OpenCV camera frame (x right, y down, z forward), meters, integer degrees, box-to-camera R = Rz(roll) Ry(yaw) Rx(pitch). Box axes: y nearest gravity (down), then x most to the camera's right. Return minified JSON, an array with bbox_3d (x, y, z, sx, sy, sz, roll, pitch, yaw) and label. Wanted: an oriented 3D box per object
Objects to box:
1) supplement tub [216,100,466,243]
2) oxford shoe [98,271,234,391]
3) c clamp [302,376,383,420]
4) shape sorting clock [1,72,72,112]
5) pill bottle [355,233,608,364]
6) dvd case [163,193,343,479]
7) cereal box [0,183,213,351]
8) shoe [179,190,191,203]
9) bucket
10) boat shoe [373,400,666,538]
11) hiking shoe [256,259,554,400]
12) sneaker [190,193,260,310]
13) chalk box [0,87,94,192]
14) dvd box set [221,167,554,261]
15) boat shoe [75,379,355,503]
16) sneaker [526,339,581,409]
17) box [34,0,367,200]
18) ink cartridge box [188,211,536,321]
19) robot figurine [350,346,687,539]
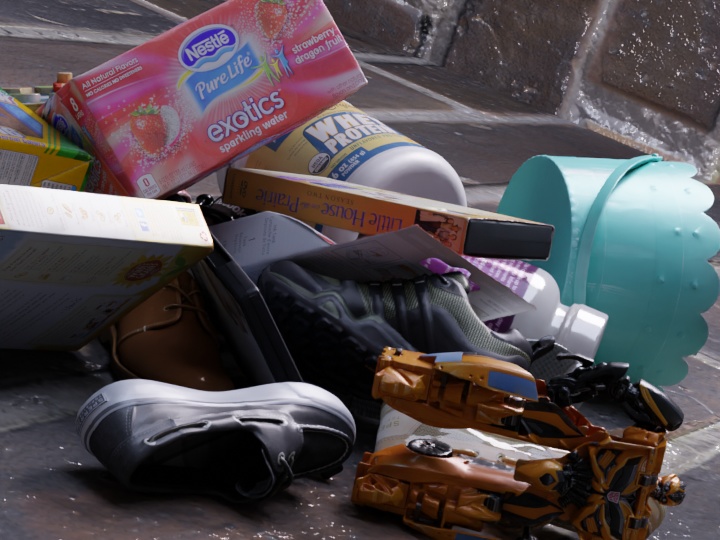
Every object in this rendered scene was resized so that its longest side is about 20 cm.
[{"bbox_3d":[-0.020,-0.065,2.008,0.145,0.145,0.200,9,16,-42],"label":"supplement tub"},{"bbox_3d":[-0.126,0.040,1.556,0.071,0.071,0.200,16,14,-28],"label":"oxford shoe"},{"bbox_3d":[0.036,0.103,1.661,0.200,0.027,0.171,16,9,-13],"label":"c clamp"},{"bbox_3d":[-0.224,-0.130,1.773,0.200,0.039,0.200,3,7,0],"label":"shape sorting clock"},{"bbox_3d":[0.084,0.036,1.811,0.200,0.112,0.112,22,12,8],"label":"pill bottle"},{"bbox_3d":[-0.074,0.040,1.538,0.018,0.143,0.200,-28,26,-8],"label":"dvd case"},{"bbox_3d":[-0.207,0.000,1.445,0.200,0.144,0.040,6,57,-51],"label":"cereal box"},{"bbox_3d":[-0.171,-0.056,1.916,0.091,0.072,0.200,26,19,19],"label":"shoe"},{"bbox_3d":[0.199,-0.001,1.971,0.135,0.207,0.207,7,16,-19],"label":"bucket"},{"bbox_3d":[0.102,0.140,1.518,0.200,0.072,0.065,23,48,-10],"label":"boat shoe"},{"bbox_3d":[0.027,0.039,1.587,0.200,0.076,0.101,28,53,15],"label":"hiking shoe"},{"bbox_3d":[-0.126,-0.013,1.721,0.071,0.098,0.200,32,18,37],"label":"sneaker"},{"bbox_3d":[-0.295,-0.066,1.613,0.124,0.125,0.200,11,17,-37],"label":"chalk box"},{"bbox_3d":[0.021,-0.040,1.697,0.200,0.029,0.146,13,5,28],"label":"dvd box set"},{"bbox_3d":[-0.072,0.106,1.373,0.200,0.070,0.066,12,31,-45],"label":"boat shoe"},{"bbox_3d":[0.055,0.067,1.657,0.200,0.071,0.080,17,-9,-10],"label":"sneaker"},{"bbox_3d":[-0.111,-0.122,1.643,0.200,0.103,0.095,-29,2,-26],"label":"box"},{"bbox_3d":[0.000,0.000,1.659,0.200,0.050,0.161,-15,-30,32],"label":"ink cartridge box"},{"bbox_3d":[0.100,0.118,1.436,0.200,0.145,0.058,12,16,7],"label":"robot figurine"}]
